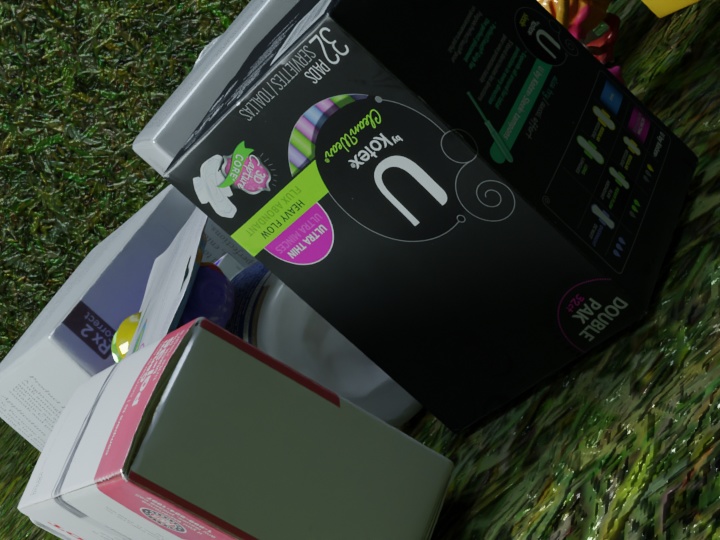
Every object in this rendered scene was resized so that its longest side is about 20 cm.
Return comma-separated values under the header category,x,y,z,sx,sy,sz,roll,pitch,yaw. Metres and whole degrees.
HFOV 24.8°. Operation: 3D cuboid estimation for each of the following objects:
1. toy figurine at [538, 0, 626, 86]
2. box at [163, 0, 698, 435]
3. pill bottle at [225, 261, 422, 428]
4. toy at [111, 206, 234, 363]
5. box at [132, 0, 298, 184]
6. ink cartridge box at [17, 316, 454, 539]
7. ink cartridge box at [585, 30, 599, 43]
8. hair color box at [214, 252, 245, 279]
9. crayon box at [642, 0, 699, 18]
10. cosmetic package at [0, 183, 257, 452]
category,x,y,z,sx,sy,sz,roll,pitch,yaw
toy figurine,0.113,-0.137,0.930,0.200,0.148,0.187,30,-113,-84
box,0.037,-0.049,0.795,0.148,0.200,0.125,-36,17,43
pill bottle,-0.032,0.043,0.979,0.111,0.111,0.200,-52,12,-16
toy,-0.103,0.029,0.939,0.200,0.047,0.116,-32,39,67
box,-0.037,-0.107,1.260,0.199,0.200,0.131,-50,14,-6
ink cartridge box,-0.068,0.106,0.796,0.200,0.146,0.083,-25,38,63
ink cartridge box,0.095,-0.113,1.116,0.117,0.067,0.201,-34,20,48
hair color box,-0.106,0.098,1.088,0.065,0.109,0.201,-37,16,44
crayon box,0.236,-0.234,1.020,0.201,0.051,0.127,-51,11,-13
cosmetic package,-0.160,0.067,1.247,0.166,0.165,0.200,-55,14,-30
